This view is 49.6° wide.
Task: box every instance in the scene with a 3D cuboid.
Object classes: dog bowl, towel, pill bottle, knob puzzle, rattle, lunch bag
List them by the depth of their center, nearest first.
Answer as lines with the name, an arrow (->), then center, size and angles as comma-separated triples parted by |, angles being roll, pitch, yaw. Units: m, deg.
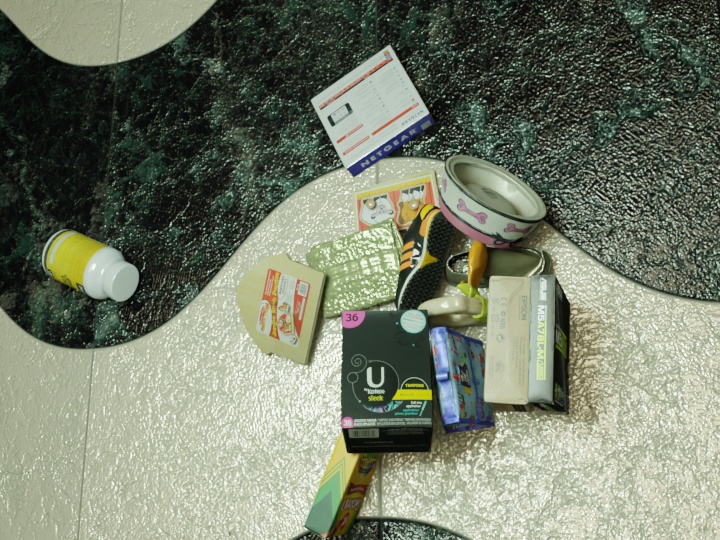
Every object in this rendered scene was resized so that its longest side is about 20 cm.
lunch bag -> 0.154, 0.184, 1.302 | 0.092, 0.200, 0.154 | -11, 73, 17
dog bowl -> 0.223, -0.117, 1.366 | 0.199, 0.198, 0.075 | 40, 123, 23
rattle -> 0.134, 0.040, 1.377 | 0.199, 0.128, 0.147 | -21, 81, 54
towel -> 0.000, 0.000, 1.479 | 0.196, 0.036, 0.152 | -19, 85, 17
knob puzzle -> 0.071, -0.081, 1.493 | 0.214, 0.030, 0.226 | -5, 75, 19
knob puzzle -> -0.161, 0.065, 1.525 | 0.215, 0.030, 0.226 | 1, 92, 32
pill bottle -> -0.574, -0.006, 1.667 | 0.197, 0.112, 0.114 | 21, 84, 24

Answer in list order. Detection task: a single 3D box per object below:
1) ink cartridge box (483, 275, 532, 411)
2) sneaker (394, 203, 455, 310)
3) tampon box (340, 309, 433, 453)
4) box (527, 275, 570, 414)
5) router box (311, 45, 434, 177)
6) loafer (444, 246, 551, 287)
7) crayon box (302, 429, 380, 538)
ink cartridge box -> 0.252, 0.127, 1.300 | 0.073, 0.165, 0.205 | 1, 77, 16
sneaker -> 0.105, -0.023, 1.417 | 0.090, 0.069, 0.204 | 40, 114, 55
tampon box -> 0.043, 0.182, 1.286 | 0.146, 0.127, 0.204 | -2, 60, 2
box -> 0.308, 0.125, 1.262 | 0.046, 0.200, 0.198 | 1, 76, 22
router box -> 0.022, -0.319, 1.561 | 0.197, 0.049, 0.182 | -31, 68, 10
loafer -> 0.240, -0.005, 1.390 | 0.195, 0.070, 0.077 | -7, 74, 19
crayon box -> -0.021, 0.358, 1.362 | 0.050, 0.127, 0.204 | 20, 84, 23
